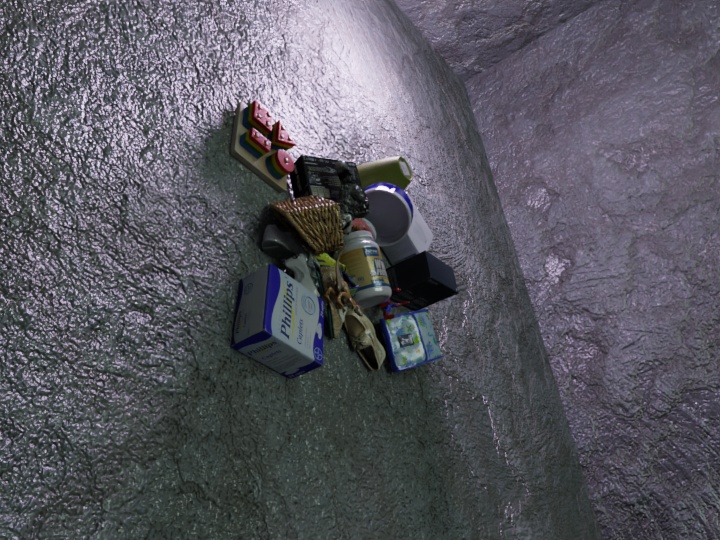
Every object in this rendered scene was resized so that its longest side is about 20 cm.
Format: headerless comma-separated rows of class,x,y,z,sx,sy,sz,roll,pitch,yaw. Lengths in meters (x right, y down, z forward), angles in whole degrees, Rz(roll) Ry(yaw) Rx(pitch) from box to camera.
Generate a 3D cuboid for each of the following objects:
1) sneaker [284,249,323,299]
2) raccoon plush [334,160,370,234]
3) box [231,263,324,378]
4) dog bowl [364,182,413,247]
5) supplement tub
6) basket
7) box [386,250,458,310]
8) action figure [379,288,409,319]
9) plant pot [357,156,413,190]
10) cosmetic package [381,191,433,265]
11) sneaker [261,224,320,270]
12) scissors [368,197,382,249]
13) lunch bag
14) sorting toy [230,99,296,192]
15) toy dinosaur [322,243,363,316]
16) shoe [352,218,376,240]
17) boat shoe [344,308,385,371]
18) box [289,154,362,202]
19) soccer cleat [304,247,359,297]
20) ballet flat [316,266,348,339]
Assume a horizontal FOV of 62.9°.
sneaker,-0.148,0.045,1.533,0.074,0.088,0.201,-124,-162,-62
raccoon plush,-0.066,-0.196,1.656,0.133,0.097,0.201,-24,72,-22
box,-0.184,0.120,1.365,0.200,0.105,0.185,38,38,-40
dog bowl,0.072,-0.183,1.933,0.201,0.199,0.079,57,27,-15
supplement tub,0.000,0.000,1.726,0.144,0.144,0.201,11,59,-56
basket,-0.145,-0.110,1.540,0.148,0.200,0.144,-12,108,-20
box,0.203,0.040,2.002,0.200,0.181,0.105,27,46,-50
action figure,0.105,0.097,1.839,0.200,0.098,0.066,-102,174,-81
plant pot,0.074,-0.305,2.029,0.187,0.199,0.188,39,38,-40
cosmetic package,0.147,-0.141,2.108,0.201,0.122,0.200,58,29,-15
sneaker,-0.176,-0.056,1.552,0.200,0.070,0.081,37,35,-41
scissors,0.041,-0.157,2.011,0.014,0.073,0.201,-62,155,-58
lunch bag,0.148,0.220,1.845,0.199,0.127,0.171,-4,74,-47
sorting toy,-0.258,-0.355,1.642,0.199,0.069,0.201,37,39,-42
toy dinosaur,-0.052,0.043,1.537,0.106,0.060,0.201,-49,128,-46
shoe,-0.030,-0.144,1.872,0.200,0.071,0.091,48,34,-20
boat shoe,0.007,0.197,1.669,0.201,0.072,0.065,60,27,-21
box,-0.096,-0.242,1.748,0.199,0.086,0.165,-1,68,-37
soccer cleat,-0.077,-0.006,1.635,0.200,0.084,0.065,51,34,10
ballet flat,-0.067,0.084,1.579,0.071,0.065,0.201,-136,-147,-76
